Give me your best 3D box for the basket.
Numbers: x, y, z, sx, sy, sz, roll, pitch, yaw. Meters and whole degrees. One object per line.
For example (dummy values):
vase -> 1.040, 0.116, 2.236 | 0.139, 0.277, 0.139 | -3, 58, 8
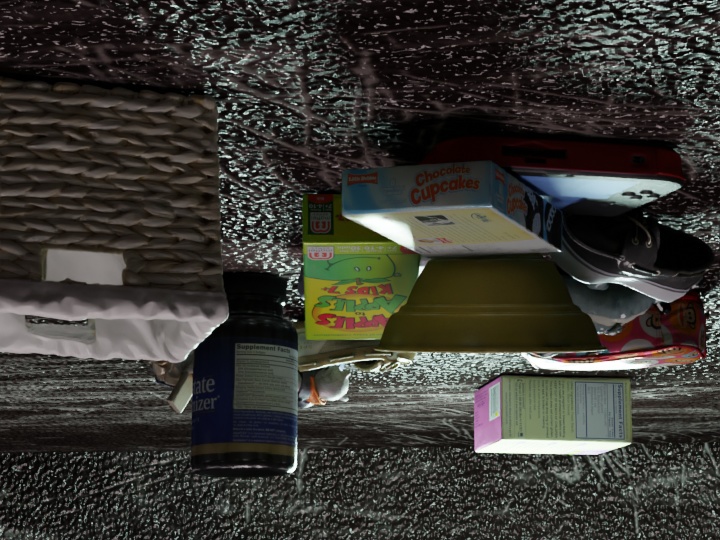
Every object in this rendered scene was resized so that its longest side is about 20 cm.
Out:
basket -> -0.204, -0.028, 1.194 | 0.196, 0.163, 0.200 | 4, 167, -16

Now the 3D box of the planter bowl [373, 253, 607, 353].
planter bowl -> 0.109, 0.026, 1.428 | 0.198, 0.084, 0.200 | -1, 179, 0

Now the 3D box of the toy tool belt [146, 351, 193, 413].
toy tool belt -> -0.177, 0.112, 1.958 | 0.124, 0.124, 0.200 | -4, 168, 19

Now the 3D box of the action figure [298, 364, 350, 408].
action figure -> -0.094, 0.137, 2.144 | 0.192, 0.106, 0.200 | 5, 170, 28

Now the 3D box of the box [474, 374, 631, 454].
box -> 0.285, 0.217, 2.529 | 0.198, 0.098, 0.176 | 3, 168, -8

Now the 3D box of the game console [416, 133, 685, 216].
game console -> 0.137, -0.067, 1.324 | 0.198, 0.031, 0.177 | 3, 168, -12

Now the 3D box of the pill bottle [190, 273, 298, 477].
pill bottle -> -0.119, 0.110, 1.757 | 0.110, 0.202, 0.112 | 0, 168, 0

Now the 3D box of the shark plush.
shark plush -> 0.247, 0.031, 1.721 | 0.198, 0.091, 0.084 | 2, 139, 14

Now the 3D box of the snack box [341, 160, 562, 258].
snack box -> 0.074, -0.044, 1.286 | 0.115, 0.038, 0.200 | -3, 171, 21

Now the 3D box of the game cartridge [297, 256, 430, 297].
game cartridge -> 0.020, -0.003, 1.627 | 0.132, 0.041, 0.200 | -2, 169, -12

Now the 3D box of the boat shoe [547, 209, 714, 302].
boat shoe -> 0.237, -0.022, 1.470 | 0.199, 0.070, 0.066 | 20, 134, -39

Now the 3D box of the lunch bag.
lunch bag -> 0.281, 0.070, 1.854 | 0.198, 0.083, 0.176 | -4, 168, 16

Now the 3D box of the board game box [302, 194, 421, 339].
board game box -> 0.000, 0.000, 1.489 | 0.100, 0.048, 0.200 | -1, 154, -1

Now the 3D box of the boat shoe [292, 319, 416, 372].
boat shoe -> -0.006, 0.101, 2.053 | 0.073, 0.064, 0.200 | -9, 165, 38
